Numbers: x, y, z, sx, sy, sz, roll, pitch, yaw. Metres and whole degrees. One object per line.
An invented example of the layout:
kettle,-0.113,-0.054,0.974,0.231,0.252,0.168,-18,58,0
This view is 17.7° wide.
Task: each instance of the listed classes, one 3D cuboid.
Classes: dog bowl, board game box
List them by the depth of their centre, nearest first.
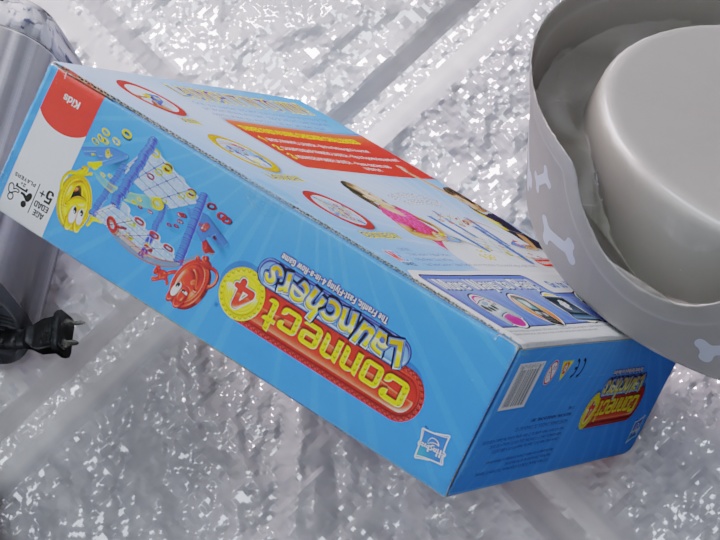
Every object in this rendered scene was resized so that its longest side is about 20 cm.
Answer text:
board game box,0.000,0.000,0.837,0.195,0.200,0.056,31,102,21
dog bowl,0.151,-0.032,0.845,0.198,0.059,0.201,9,39,-7

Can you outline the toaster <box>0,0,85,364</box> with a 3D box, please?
toaster,-0.192,-0.044,0.944,0.198,0.114,0.130,9,69,17
